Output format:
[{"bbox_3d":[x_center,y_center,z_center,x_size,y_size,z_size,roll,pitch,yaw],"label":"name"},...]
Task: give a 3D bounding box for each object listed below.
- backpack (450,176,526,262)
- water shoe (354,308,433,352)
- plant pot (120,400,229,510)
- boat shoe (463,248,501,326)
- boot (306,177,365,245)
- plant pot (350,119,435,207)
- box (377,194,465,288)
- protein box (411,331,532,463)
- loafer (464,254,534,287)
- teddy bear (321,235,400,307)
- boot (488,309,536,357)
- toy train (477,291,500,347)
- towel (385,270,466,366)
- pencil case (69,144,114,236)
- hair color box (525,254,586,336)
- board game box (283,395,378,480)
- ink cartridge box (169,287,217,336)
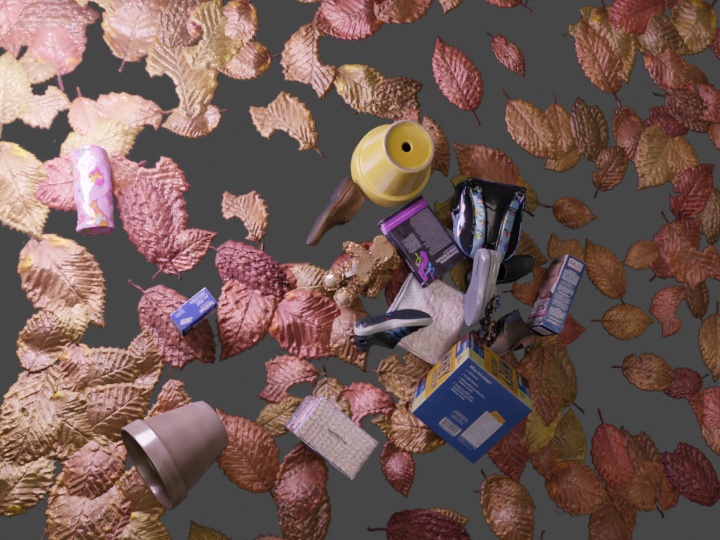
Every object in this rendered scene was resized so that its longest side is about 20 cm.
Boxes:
[{"bbox_3d":[0.316,-0.121,1.705,0.181,0.134,0.202,8,87,-12],"label":"backpack"},{"bbox_3d":[0.079,0.145,1.622,0.198,0.072,0.080,-7,111,-14],"label":"water shoe"},{"bbox_3d":[-0.385,0.376,1.441,0.173,0.200,0.201,-31,89,-34],"label":"plant pot"},{"bbox_3d":[0.306,0.046,1.649,0.066,0.074,0.202,2,114,-16],"label":"boat shoe"},{"bbox_3d":[-0.058,-0.131,1.652,0.075,0.074,0.201,39,72,-16],"label":"boot"},{"bbox_3d":[0.091,-0.275,1.646,0.199,0.189,0.203,2,80,-13],"label":"plant pot"},{"bbox_3d":[0.155,-0.073,1.692,0.143,0.036,0.201,-33,85,-26],"label":"box"},{"bbox_3d":[0.260,0.297,1.579,0.198,0.135,0.200,39,111,-5],"label":"protein box"},{"bbox_3d":[0.366,0.003,1.731,0.199,0.070,0.069,-15,86,-16],"label":"loafer"},{"bbox_3d":[0.000,0.000,1.652,0.145,0.067,0.201,34,81,3],"label":"teddy bear"},{"bbox_3d":[0.351,0.167,1.692,0.199,0.075,0.098,-15,79,-37],"label":"boot"},{"bbox_3d":[0.326,0.144,1.717,0.046,0.034,0.202,16,80,-26],"label":"toy train"},{"bbox_3d":[0.167,0.115,1.685,0.190,0.032,0.201,31,76,-8],"label":"towel"},{"bbox_3d":[-0.605,-0.180,1.516,0.087,0.087,0.202,-7,82,-15],"label":"pencil case"},{"bbox_3d":[0.504,0.066,1.740,0.060,0.100,0.201,27,76,-7],"label":"hair color box"},{"bbox_3d":[-0.071,0.366,1.499,0.159,0.200,0.097,40,75,-5],"label":"board game box"},{"bbox_3d":[-0.364,0.094,1.468,0.094,0.200,0.044,-40,92,-16],"label":"ink cartridge box"}]
